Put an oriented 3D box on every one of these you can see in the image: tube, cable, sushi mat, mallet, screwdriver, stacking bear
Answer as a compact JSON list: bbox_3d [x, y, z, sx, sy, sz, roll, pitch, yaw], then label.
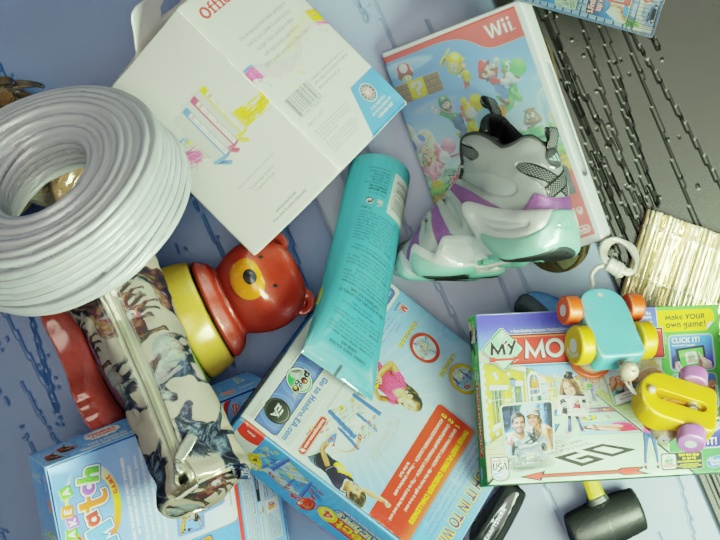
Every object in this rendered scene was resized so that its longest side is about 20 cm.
[{"bbox_3d":[0.000,0.000,1.676,0.077,0.050,0.200,32,51,-27],"label":"tube"},{"bbox_3d":[-0.229,-0.057,1.579,0.200,0.200,0.069,-42,136,-14],"label":"cable"},{"bbox_3d":[0.253,0.058,1.759,0.095,0.012,0.200,17,92,-3],"label":"sushi mat"},{"bbox_3d":[0.166,0.144,1.723,0.066,0.041,0.200,-30,110,0],"label":"mallet"},{"bbox_3d":[0.075,0.261,1.753,0.029,0.028,0.200,36,88,-32],"label":"screwdriver"},{"bbox_3d":[-0.138,0.040,1.695,0.200,0.114,0.122,-26,72,1],"label":"stacking bear"}]

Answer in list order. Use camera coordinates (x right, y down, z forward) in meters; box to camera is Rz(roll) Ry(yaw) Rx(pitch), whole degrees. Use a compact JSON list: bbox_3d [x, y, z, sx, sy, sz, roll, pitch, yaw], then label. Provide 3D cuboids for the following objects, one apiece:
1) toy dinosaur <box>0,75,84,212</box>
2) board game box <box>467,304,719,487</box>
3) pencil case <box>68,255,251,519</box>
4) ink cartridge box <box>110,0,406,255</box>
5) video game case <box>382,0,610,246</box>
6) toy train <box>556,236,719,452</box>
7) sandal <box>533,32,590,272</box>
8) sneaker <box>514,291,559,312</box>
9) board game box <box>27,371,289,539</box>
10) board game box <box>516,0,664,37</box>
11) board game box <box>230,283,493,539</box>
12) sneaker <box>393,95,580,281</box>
[{"bbox_3d":[-0.259,-0.093,1.703,0.200,0.086,0.136,15,88,-6],"label":"toy dinosaur"},{"bbox_3d":[0.188,0.098,1.667,0.199,0.029,0.135,-3,82,-10],"label":"board game box"},{"bbox_3d":[-0.153,0.083,1.589,0.078,0.089,0.200,-25,78,-5],"label":"pencil case"},{"bbox_3d":[-0.093,-0.142,1.661,0.200,0.129,0.125,45,129,-2],"label":"ink cartridge box"},{"bbox_3d":[0.108,-0.102,1.704,0.143,0.017,0.200,-17,94,37],"label":"video game case"},{"bbox_3d":[0.241,0.071,1.643,0.200,0.056,0.150,37,49,8],"label":"toy train"},{"bbox_3d":[0.149,-0.099,1.723,0.082,0.055,0.200,-16,95,36],"label":"sandal"},{"bbox_3d":[0.217,0.071,1.725,0.200,0.066,0.078,38,77,-1],"label":"sneaker"},{"bbox_3d":[-0.156,0.183,1.675,0.200,0.037,0.152,-20,116,-30],"label":"board game box"},{"bbox_3d":[0.135,-0.286,1.665,0.199,0.062,0.200,5,57,-3],"label":"board game box"},{"bbox_3d":[0.018,0.121,1.677,0.196,0.056,0.200,39,50,-3],"label":"board game box"},{"bbox_3d":[0.094,-0.067,1.677,0.078,0.200,0.140,2,80,-42],"label":"sneaker"}]
